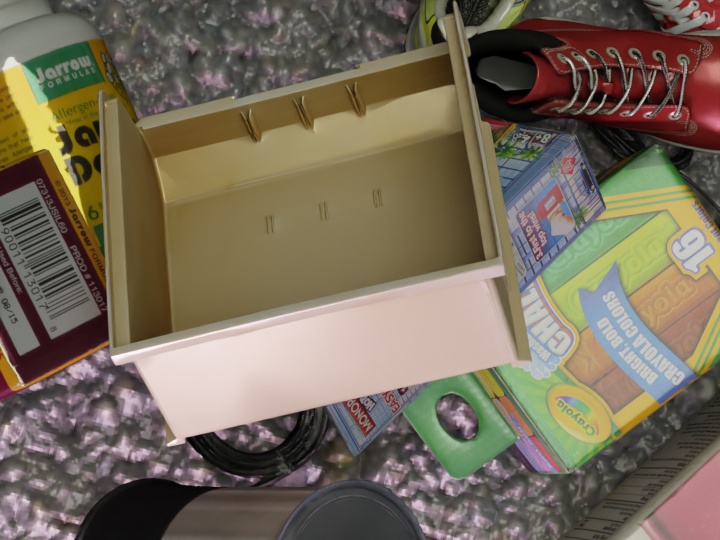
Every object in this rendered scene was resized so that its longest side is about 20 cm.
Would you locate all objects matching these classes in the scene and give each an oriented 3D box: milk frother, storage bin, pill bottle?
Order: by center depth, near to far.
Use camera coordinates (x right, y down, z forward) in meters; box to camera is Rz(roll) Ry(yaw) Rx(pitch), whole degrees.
[{"bbox_3d":[-0.026,-0.030,1.381,0.199,0.094,0.199,-14,51,8],"label":"storage bin"},{"bbox_3d":[-0.045,0.128,1.474,0.180,0.188,0.201,-8,92,-41],"label":"milk frother"},{"bbox_3d":[-0.183,-0.077,1.510,0.112,0.113,0.201,-24,89,-8],"label":"pill bottle"}]

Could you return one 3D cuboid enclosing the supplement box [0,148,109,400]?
[{"bbox_3d":[-0.224,0.024,1.448,0.086,0.200,0.111,-27,91,-39],"label":"supplement box"}]

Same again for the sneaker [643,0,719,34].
[{"bbox_3d":[0.186,-0.158,1.568,0.199,0.071,0.113,20,84,-25],"label":"sneaker"}]

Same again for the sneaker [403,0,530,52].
[{"bbox_3d":[0.093,-0.200,1.574,0.075,0.076,0.201,23,82,-3],"label":"sneaker"}]

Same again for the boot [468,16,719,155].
[{"bbox_3d":[0.157,-0.101,1.479,0.199,0.144,0.073,9,100,18],"label":"boot"}]

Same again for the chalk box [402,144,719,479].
[{"bbox_3d":[0.117,0.038,1.535,0.200,0.124,0.125,-37,91,-9],"label":"chalk box"}]

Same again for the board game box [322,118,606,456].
[{"bbox_3d":[0.000,0.000,1.466,0.200,0.199,0.062,-54,136,-28],"label":"board game box"}]

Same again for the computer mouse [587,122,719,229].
[{"bbox_3d":[0.212,-0.033,1.604,0.059,0.034,0.200,-43,85,-17],"label":"computer mouse"}]

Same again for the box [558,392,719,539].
[{"bbox_3d":[0.223,0.142,1.539,0.200,0.128,0.109,-42,93,-8],"label":"box"}]
